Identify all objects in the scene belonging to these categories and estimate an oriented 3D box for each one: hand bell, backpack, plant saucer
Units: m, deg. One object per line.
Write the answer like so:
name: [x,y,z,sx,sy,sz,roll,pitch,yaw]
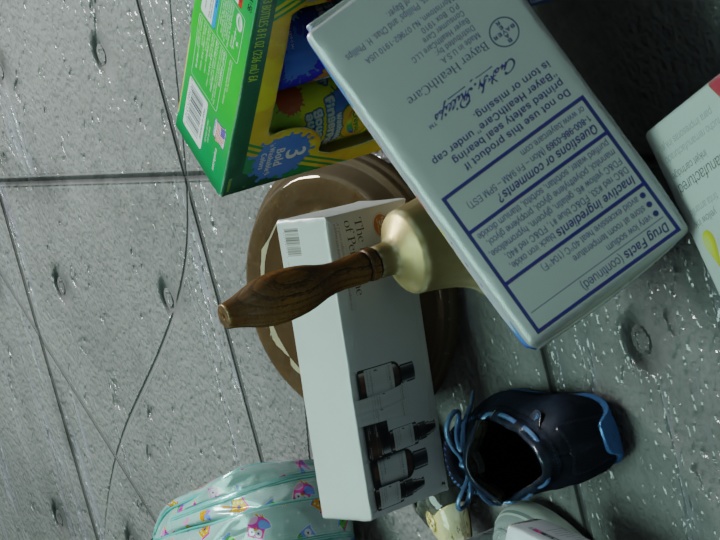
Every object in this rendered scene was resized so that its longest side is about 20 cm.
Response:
hand bell: [0.000,0.000,1.334,0.104,0.199,0.105,41,142,44]
backpack: [-0.086,0.226,1.707,0.200,0.166,0.127,-33,73,57]
plant saucer: [-0.013,0.014,1.493,0.199,0.029,0.202,12,108,41]

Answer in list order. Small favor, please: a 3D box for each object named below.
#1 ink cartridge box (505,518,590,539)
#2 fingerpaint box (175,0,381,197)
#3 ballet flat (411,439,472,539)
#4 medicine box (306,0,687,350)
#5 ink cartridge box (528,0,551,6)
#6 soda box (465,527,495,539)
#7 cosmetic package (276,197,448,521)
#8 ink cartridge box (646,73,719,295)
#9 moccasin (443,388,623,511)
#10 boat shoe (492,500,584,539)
ink cartridge box: [0.155,0.277,1.288,0.199,0.043,0.198,21,106,43]
fingerpaint box: [-0.015,-0.153,1.299,0.074,0.166,0.201,56,149,30]
ballet flat: [0.020,0.123,1.537,0.201,0.056,0.067,56,151,27]
medicine box: [0.074,-0.065,1.140,0.201,0.103,0.182,55,-178,4]
ink cartridge box: [0.095,-0.260,1.119,0.137,0.076,0.201,53,150,31]
soda box: [0.058,0.252,1.522,0.064,0.068,0.200,62,158,17]
cosmetic package: [0.004,0.058,1.411,0.050,0.082,0.202,-4,98,42]
ink cartridge box: [0.237,-0.012,1.003,0.201,0.083,0.145,66,153,9]
moccasin: [0.093,0.112,1.376,0.081,0.068,0.200,68,155,5]
boat shoe: [0.135,0.236,1.378,0.200,0.068,0.072,55,150,28]
